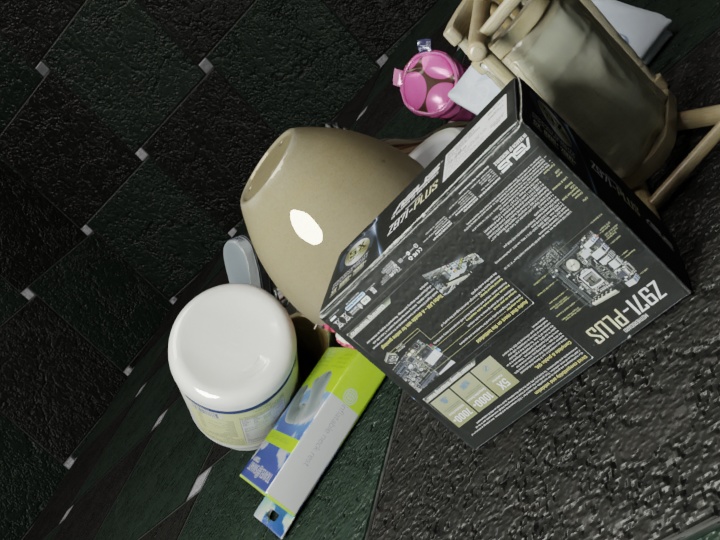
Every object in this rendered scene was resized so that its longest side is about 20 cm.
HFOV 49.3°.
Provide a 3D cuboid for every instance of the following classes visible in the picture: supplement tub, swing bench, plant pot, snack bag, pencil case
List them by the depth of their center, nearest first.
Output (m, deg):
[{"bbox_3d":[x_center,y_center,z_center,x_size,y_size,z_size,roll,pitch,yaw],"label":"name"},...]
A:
[{"bbox_3d":[0.177,-0.163,0.630,0.130,0.198,0.201,-47,14,11],"label":"swing bench"},{"bbox_3d":[-0.045,-0.066,0.806,0.200,0.133,0.202,-45,24,26],"label":"plant pot"},{"bbox_3d":[0.205,-0.222,0.856,0.190,0.021,0.200,-52,47,3],"label":"snack bag"},{"bbox_3d":[-0.142,0.123,0.928,0.147,0.143,0.201,-57,-14,-26],"label":"supplement tub"},{"bbox_3d":[0.125,-0.233,1.022,0.198,0.092,0.094,-2,-82,-59],"label":"pencil case"}]

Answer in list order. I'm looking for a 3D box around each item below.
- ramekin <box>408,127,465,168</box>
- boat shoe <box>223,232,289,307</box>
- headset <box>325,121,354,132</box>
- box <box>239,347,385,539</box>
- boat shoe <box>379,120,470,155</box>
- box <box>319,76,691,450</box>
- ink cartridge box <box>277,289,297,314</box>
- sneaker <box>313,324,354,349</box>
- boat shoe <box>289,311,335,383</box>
[{"bbox_3d":[0.084,-0.058,0.833,0.202,0.093,0.204,-45,23,24],"label":"ramekin"},{"bbox_3d":[-0.137,0.046,1.080,0.072,0.205,0.067,3,19,45],"label":"boat shoe"},{"bbox_3d":[-0.010,-0.138,1.082,0.122,0.095,0.200,-35,-9,0],"label":"headset"},{"bbox_3d":[-0.057,0.177,0.847,0.202,0.047,0.121,-55,14,-17],"label":"box"},{"bbox_3d":[0.096,-0.127,0.954,0.195,0.077,0.072,-17,37,-18],"label":"boat shoe"},{"bbox_3d":[0.095,0.001,0.553,0.200,0.163,0.087,-44,15,28],"label":"box"},{"bbox_3d":[-0.071,0.023,1.200,0.146,0.082,0.202,-36,20,47],"label":"ink cartridge box"},{"bbox_3d":[0.004,0.040,0.825,0.199,0.079,0.077,24,102,59],"label":"sneaker"},{"bbox_3d":[-0.064,0.085,1.005,0.065,0.072,0.201,-47,-7,-26],"label":"boat shoe"}]
